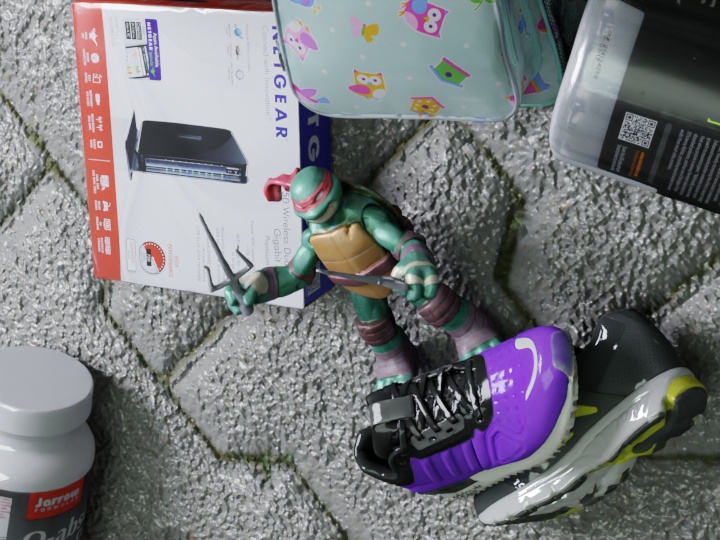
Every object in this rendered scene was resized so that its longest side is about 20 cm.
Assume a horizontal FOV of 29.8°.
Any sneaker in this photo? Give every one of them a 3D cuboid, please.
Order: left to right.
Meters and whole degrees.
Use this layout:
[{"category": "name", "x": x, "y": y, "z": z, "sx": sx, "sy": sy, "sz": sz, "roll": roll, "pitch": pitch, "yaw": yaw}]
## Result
[{"category": "sneaker", "x": 0.056, "y": 0.092, "z": 0.847, "sx": 0.098, "sy": 0.070, "sz": 0.200, "roll": 11, "pitch": 147, "yaw": -22}, {"category": "sneaker", "x": 0.139, "y": 0.098, "z": 0.875, "sx": 0.200, "sy": 0.074, "sz": 0.085, "roll": -44, "pitch": 56, "yaw": 38}]

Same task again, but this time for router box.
[{"category": "router box", "x": -0.108, "y": -0.087, "z": 0.941, "sx": 0.177, "sy": 0.049, "sz": 0.203, "roll": 7, "pitch": 110, "yaw": 25}]

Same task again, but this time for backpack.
[{"category": "backpack", "x": 0.031, "y": -0.185, "z": 0.749, "sx": 0.173, "sy": 0.154, "sz": 0.202, "roll": 6, "pitch": 127, "yaw": 24}]

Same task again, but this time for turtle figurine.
[{"category": "turtle figurine", "x": 0.000, "y": 0.000, "z": 0.855, "sx": 0.148, "sy": 0.102, "sz": 0.200, "roll": -6, "pitch": 140, "yaw": 41}]

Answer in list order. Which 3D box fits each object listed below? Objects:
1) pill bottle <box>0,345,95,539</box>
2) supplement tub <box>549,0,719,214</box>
[{"category": "pill bottle", "x": -0.272, "y": 0.170, "z": 1.071, "sx": 0.115, "sy": 0.116, "sz": 0.202, "roll": 23, "pitch": 116, "yaw": 18}, {"category": "supplement tub", "x": 0.211, "y": -0.089, "z": 0.726, "sx": 0.198, "sy": 0.123, "sz": 0.124, "roll": 20, "pitch": 115, "yaw": 10}]
